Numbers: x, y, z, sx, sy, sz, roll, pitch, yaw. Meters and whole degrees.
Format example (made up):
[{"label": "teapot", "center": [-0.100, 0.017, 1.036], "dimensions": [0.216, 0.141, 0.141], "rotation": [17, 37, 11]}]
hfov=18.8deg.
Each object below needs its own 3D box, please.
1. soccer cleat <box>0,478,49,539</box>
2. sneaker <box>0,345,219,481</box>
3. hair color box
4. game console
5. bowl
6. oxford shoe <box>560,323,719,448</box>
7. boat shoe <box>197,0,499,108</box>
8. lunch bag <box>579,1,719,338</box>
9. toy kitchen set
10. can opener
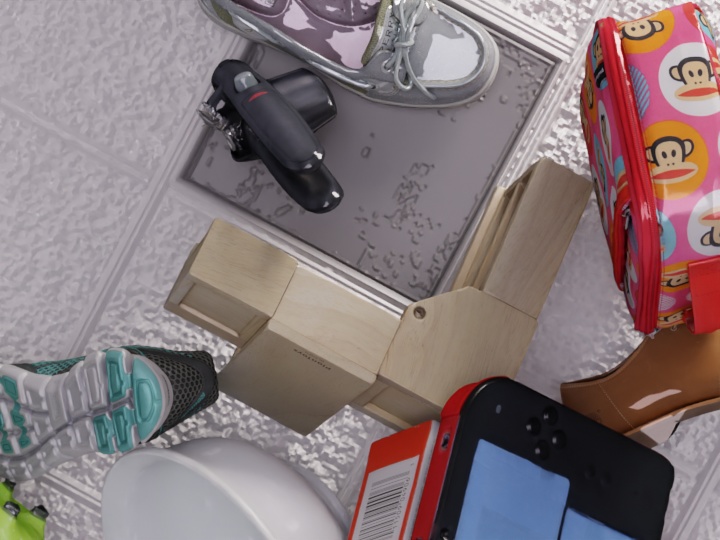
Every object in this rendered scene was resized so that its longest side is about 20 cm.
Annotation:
[{"label": "soccer cleat", "center": [-0.272, 0.132, 1.352], "dimensions": [0.200, 0.067, 0.081], "rotation": [40, 101, 34]}, {"label": "sneaker", "center": [-0.166, 0.084, 1.355], "dimensions": [0.200, 0.091, 0.078], "rotation": [-6, 94, 42]}, {"label": "hair color box", "center": [0.084, 0.188, 1.302], "dimensions": [0.200, 0.064, 0.111], "rotation": [34, 54, -26]}, {"label": "game console", "center": [0.100, 0.176, 1.247], "dimensions": [0.177, 0.031, 0.201], "rotation": [25, 71, -30]}, {"label": "bowl", "center": [-0.063, 0.178, 1.336], "dimensions": [0.090, 0.201, 0.201], "rotation": [-31, 89, -35]}, {"label": "oxford shoe", "center": [0.217, 0.053, 1.357], "dimensions": [0.200, 0.071, 0.071], "rotation": [-26, 84, 4]}, {"label": "boat shoe", "center": [-0.011, -0.155, 1.367], "dimensions": [0.201, 0.065, 0.075], "rotation": [23, 92, 3]}, {"label": "lunch bag", "center": [0.183, -0.045, 1.280], "dimensions": [0.082, 0.200, 0.177], "rotation": [-11, 71, 2]}, {"label": "toy kitchen set", "center": [0.000, 0.000, 1.352], "dimensions": [0.200, 0.163, 0.181], "rotation": [28, 69, -7]}, {"label": "can opener", "center": [-0.050, -0.087, 1.305], "dimensions": [0.079, 0.200, 0.063], "rotation": [-35, 112, 2]}]
